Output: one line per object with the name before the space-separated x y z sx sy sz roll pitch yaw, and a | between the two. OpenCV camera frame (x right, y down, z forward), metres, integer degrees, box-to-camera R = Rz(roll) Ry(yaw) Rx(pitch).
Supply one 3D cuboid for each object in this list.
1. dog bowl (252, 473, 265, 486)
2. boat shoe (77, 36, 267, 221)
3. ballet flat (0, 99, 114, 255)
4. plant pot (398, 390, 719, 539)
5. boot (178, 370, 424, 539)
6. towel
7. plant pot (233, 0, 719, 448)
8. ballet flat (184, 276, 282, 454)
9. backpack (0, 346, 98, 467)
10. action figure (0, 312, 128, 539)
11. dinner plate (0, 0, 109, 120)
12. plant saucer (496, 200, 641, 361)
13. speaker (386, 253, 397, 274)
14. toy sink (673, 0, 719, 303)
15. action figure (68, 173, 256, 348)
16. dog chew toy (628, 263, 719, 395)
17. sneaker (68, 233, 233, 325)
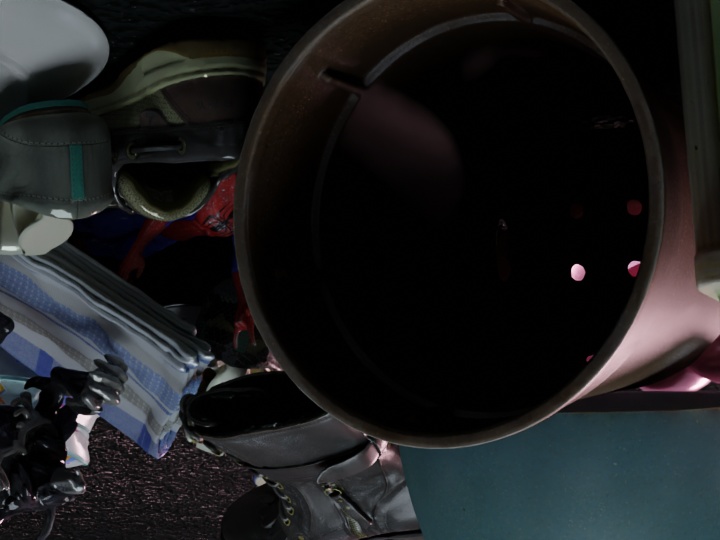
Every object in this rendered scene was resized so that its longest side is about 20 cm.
dog bowl | 0.027 0.099 1.298 0.200 0.079 0.200 -1 166 0
boat shoe | -0.100 -0.056 0.954 0.073 0.065 0.200 2 166 -21
ballet flat | -0.169 -0.037 0.957 0.067 0.064 0.200 -8 179 -24
plant pot | 0.118 0.133 1.007 0.200 0.135 0.200 -1 179 0
boot | -0.042 0.107 1.118 0.200 0.069 0.174 -16 146 33
towel | -0.157 0.039 1.116 0.147 0.024 0.200 34 157 2
plant pot | 0.078 -0.022 0.900 0.200 0.201 0.198 -10 172 28
ballet flat | -0.080 0.070 1.163 0.074 0.074 0.200 0 151 -8
backpack | -0.254 0.073 1.307 0.200 0.127 0.167 -12 162 36
action figure | -0.193 0.077 1.062 0.102 0.119 0.200 12 142 44
dinner plate | -0.213 -0.092 0.886 0.200 0.024 0.200 -2 165 -1
plant saucer | 0.111 0.025 1.158 0.200 0.051 0.201 -34 151 -22
speaker | 0.000 0.000 1.059 0.088 0.089 0.200 -5 -177 12
toy sink | 0.212 -0.035 0.813 0.130 0.200 0.112 -9 164 29
action figure | -0.121 -0.003 1.090 0.200 0.099 0.065 -15 145 33
dog chew toy | 0.212 0.006 1.076 0.124 0.125 0.200 11 148 -41
sneaker | -0.085 0.027 1.235 0.200 0.084 0.121 5 161 3
